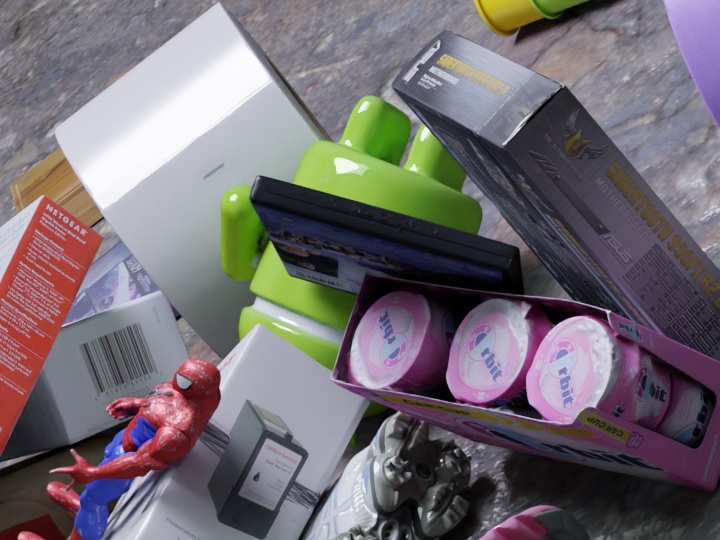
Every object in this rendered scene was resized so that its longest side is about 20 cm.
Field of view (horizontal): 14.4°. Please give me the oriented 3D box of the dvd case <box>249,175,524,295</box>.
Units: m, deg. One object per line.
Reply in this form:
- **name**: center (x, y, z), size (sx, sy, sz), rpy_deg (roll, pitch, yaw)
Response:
- **dvd case**: center (0.020, -0.005, 1.551), size (0.200, 0.143, 0.018), rpy_deg (69, -143, -78)

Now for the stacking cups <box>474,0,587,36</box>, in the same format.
- **stacking cups**: center (0.170, -0.217, 1.951), size (0.200, 0.061, 0.061), rpy_deg (-18, 32, 36)

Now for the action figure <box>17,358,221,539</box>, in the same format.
- **action figure**: center (-0.129, 0.100, 1.569), size (0.200, 0.052, 0.065), rpy_deg (-41, 11, 45)

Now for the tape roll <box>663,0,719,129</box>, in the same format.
- **tape roll**: center (0.239, -0.135, 1.565), size (0.066, 0.200, 0.200), rpy_deg (-24, 29, 29)

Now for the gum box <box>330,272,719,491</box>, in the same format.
- **gum box**: center (0.096, 0.058, 1.500), size (0.200, 0.113, 0.066), rpy_deg (8, 78, 49)

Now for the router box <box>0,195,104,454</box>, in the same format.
- **router box**: center (-0.256, 0.068, 1.758), size (0.200, 0.049, 0.180), rpy_deg (-32, 28, 48)

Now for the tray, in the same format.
- **tray**: center (-0.184, -0.099, 2.253), size (0.200, 0.037, 0.099), rpy_deg (-38, 25, 4)

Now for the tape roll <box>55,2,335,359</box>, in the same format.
- **tape roll**: center (-0.083, -0.055, 1.857), size (0.139, 0.203, 0.203), rpy_deg (-37, 26, 2)

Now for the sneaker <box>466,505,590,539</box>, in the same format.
- **sneaker**: center (0.037, 0.196, 1.450), size (0.200, 0.079, 0.095), rpy_deg (-47, 15, -20)

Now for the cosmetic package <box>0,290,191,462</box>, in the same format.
- **cosmetic package**: center (-0.195, 0.074, 1.857), size (0.101, 0.071, 0.200), rpy_deg (-22, 2, -28)

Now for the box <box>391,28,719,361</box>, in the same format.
- **box**: center (0.119, -0.034, 1.558), size (0.048, 0.200, 0.158), rpy_deg (-45, 25, -5)

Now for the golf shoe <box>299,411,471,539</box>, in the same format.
- **golf shoe**: center (-0.006, 0.170, 1.560), size (0.097, 0.078, 0.200), rpy_deg (-39, 14, 43)

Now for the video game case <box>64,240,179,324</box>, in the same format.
- **video game case**: center (-0.195, 0.038, 2.063), size (0.200, 0.019, 0.143), rpy_deg (-38, 25, 0)

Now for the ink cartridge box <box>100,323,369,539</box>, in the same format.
- **ink cartridge box**: center (-0.092, 0.150, 1.617), size (0.146, 0.084, 0.200), rpy_deg (-46, 12, 51)

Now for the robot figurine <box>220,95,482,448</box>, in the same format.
- **robot figurine**: center (0.000, 0.000, 1.714), size (0.200, 0.175, 0.116), rpy_deg (-68, -15, 1)

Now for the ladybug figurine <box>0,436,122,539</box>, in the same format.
- **ladybug figurine**: center (-0.228, 0.166, 1.804), size (0.200, 0.072, 0.136), rpy_deg (-21, 3, 16)
